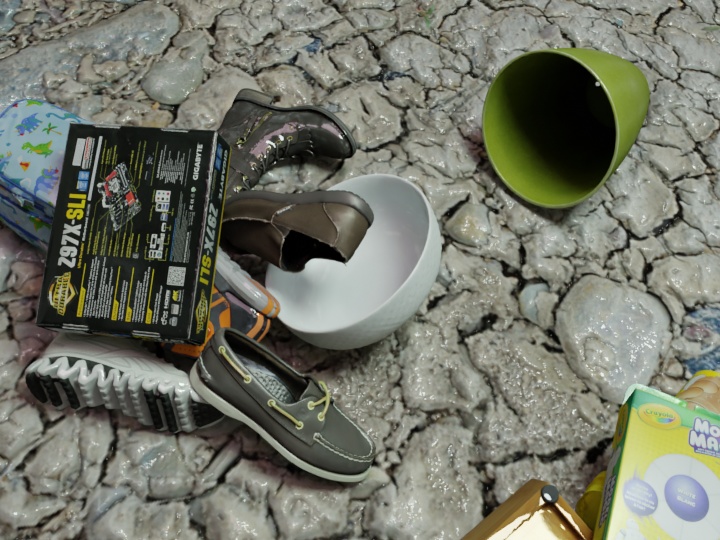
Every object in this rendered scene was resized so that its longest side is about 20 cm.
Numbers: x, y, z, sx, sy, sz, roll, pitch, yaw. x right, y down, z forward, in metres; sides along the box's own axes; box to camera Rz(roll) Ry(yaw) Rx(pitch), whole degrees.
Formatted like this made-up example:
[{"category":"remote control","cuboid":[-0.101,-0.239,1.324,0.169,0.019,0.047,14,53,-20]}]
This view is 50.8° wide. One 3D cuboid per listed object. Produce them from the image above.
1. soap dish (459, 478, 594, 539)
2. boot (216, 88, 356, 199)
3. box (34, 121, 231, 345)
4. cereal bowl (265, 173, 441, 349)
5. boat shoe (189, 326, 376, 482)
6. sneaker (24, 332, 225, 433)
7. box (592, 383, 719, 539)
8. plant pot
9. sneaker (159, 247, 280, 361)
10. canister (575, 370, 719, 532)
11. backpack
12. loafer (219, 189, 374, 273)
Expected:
[{"category":"soap dish","cuboid":[0.166,0.296,0.646,0.156,0.082,0.200,-30,62,-24]},{"category":"boot","cuboid":[-0.121,-0.130,0.929,0.196,0.070,0.176,19,57,16]},{"category":"box","cuboid":[-0.216,-0.037,0.734,0.156,0.049,0.205,3,80,11]},{"category":"cereal bowl","cuboid":[0.000,0.000,0.813,0.196,0.084,0.203,-17,48,19]},{"category":"boat shoe","cuboid":[-0.065,0.127,0.718,0.199,0.061,0.072,32,27,-6]},{"category":"sneaker","cuboid":[-0.223,0.101,0.747,0.195,0.076,0.082,13,45,2]},{"category":"box","cuboid":[0.269,0.191,0.645,0.115,0.049,0.202,20,54,9]},{"category":"plant pot","cuboid":[0.284,-0.201,0.970,0.187,0.189,0.198,42,45,22]},{"category":"sneaker","cuboid":[-0.183,0.021,0.782,0.199,0.078,0.113,39,90,24]},{"category":"canister","cuboid":[0.323,0.207,0.725,0.199,0.087,0.148,-35,65,-28]},{"category":"backpack","cuboid":[-0.325,-0.098,0.842,0.196,0.155,0.165,19,60,22]},{"category":"loafer","cuboid":[-0.082,-0.038,0.784,0.196,0.073,0.072,-4,55,33]}]
